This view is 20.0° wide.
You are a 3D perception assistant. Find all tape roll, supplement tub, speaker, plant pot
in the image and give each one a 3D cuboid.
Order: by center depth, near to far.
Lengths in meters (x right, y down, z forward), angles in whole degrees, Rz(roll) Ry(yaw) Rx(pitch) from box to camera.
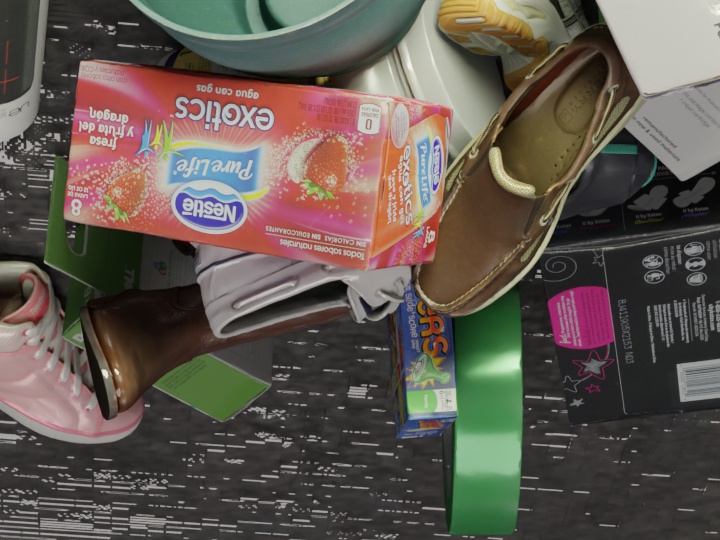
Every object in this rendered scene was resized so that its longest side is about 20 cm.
[{"bbox_3d":[-0.033,-0.190,1.159,0.199,0.202,0.134,-11,156,14],"label":"plant pot"},{"bbox_3d":[-0.230,-0.172,1.254,0.081,0.082,0.201,8,139,-8],"label":"speaker"},{"bbox_3d":[-0.022,-0.098,1.285,0.199,0.146,0.146,-19,136,21],"label":"supplement tub"},{"bbox_3d":[0.084,0.086,1.454,0.048,0.201,0.201,-1,139,0],"label":"tape roll"}]

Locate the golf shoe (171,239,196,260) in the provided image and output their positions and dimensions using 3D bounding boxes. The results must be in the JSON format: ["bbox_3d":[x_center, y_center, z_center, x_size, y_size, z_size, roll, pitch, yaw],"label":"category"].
[{"bbox_3d":[-0.028,-0.048,1.413,0.199,0.073,0.092,-13,163,16],"label":"golf shoe"}]

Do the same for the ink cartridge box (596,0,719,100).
[{"bbox_3d":[0.162,-0.216,1.102,0.084,0.201,0.146,-17,136,18],"label":"ink cartridge box"}]

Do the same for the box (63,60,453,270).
[{"bbox_3d":[-0.058,-0.061,1.166,0.199,0.096,0.100,9,-174,23],"label":"box"}]

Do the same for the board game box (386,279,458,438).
[{"bbox_3d":[0.039,0.040,1.386,0.034,0.137,0.200,-4,173,-2],"label":"board game box"}]

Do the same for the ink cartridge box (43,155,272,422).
[{"bbox_3d":[-0.154,0.015,1.450,0.199,0.104,0.059,30,131,-30],"label":"ink cartridge box"}]

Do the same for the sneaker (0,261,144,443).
[{"bbox_3d":[-0.234,0.059,1.523,0.199,0.076,0.105,27,138,-22],"label":"sneaker"}]

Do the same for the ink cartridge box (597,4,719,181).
[{"bbox_3d":[0.241,-0.168,1.198,0.199,0.146,0.087,-29,129,31],"label":"ink cartridge box"}]

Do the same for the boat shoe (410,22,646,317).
[{"bbox_3d":[0.086,-0.057,1.161,0.075,0.075,0.203,38,109,14],"label":"boat shoe"}]

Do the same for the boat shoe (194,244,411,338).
[{"bbox_3d":[0.000,0.000,1.251,0.198,0.066,0.074,-12,160,3],"label":"boat shoe"}]

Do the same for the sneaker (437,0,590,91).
[{"bbox_3d":[0.117,-0.161,1.267,0.075,0.088,0.200,5,167,27],"label":"sneaker"}]

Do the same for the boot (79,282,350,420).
[{"bbox_3d":[-0.075,0.031,1.305,0.198,0.186,0.065,-10,107,-4],"label":"boot"}]

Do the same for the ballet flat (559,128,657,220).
[{"bbox_3d":[0.098,-0.054,1.298,0.073,0.074,0.199,29,150,-29],"label":"ballet flat"}]

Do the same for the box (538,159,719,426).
[{"bbox_3d":[0.194,-0.001,1.418,0.131,0.115,0.201,-7,140,8],"label":"box"}]
